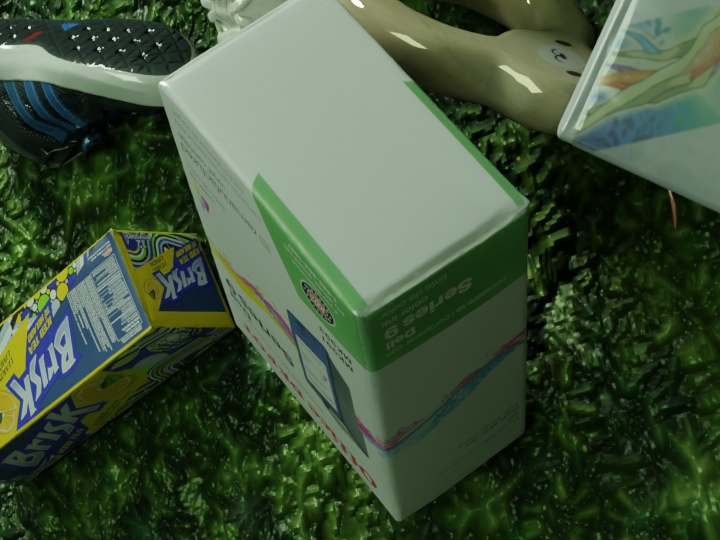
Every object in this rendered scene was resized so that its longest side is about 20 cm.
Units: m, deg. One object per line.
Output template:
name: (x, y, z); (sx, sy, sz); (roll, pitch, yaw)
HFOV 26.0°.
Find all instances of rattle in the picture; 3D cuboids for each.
rattle: (0.083, -0.129, 0.668); (0.200, 0.130, 0.143); (36, 110, 30)

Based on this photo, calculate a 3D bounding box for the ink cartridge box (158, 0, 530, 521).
ink cartridge box: (0.000, 0.000, 0.687); (0.087, 0.200, 0.145); (-34, 62, -13)

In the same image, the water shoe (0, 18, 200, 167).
water shoe: (-0.164, -0.102, 0.910); (0.199, 0.071, 0.079); (11, 124, 36)

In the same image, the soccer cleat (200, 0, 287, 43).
soccer cleat: (-0.056, -0.133, 0.801); (0.070, 0.086, 0.201); (-9, 85, 37)

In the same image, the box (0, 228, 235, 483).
box: (-0.168, 0.054, 0.896); (0.200, 0.070, 0.065); (-35, 68, 32)

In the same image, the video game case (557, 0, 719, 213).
video game case: (0.198, -0.105, 0.596); (0.182, 0.022, 0.201); (25, 107, 6)
